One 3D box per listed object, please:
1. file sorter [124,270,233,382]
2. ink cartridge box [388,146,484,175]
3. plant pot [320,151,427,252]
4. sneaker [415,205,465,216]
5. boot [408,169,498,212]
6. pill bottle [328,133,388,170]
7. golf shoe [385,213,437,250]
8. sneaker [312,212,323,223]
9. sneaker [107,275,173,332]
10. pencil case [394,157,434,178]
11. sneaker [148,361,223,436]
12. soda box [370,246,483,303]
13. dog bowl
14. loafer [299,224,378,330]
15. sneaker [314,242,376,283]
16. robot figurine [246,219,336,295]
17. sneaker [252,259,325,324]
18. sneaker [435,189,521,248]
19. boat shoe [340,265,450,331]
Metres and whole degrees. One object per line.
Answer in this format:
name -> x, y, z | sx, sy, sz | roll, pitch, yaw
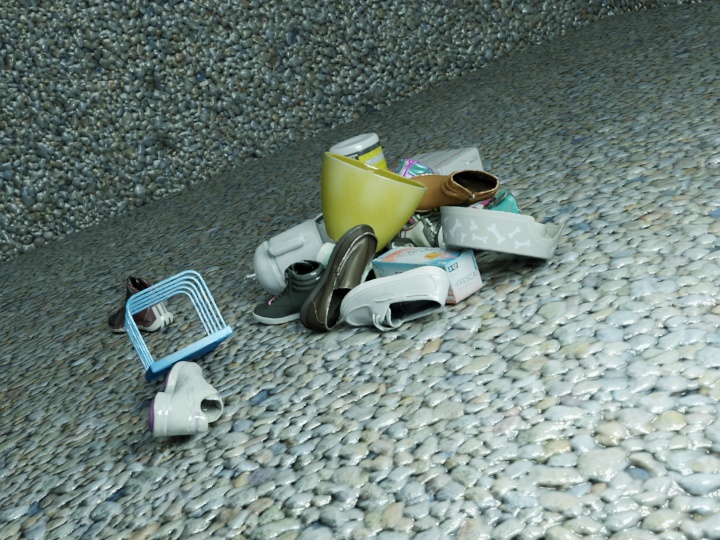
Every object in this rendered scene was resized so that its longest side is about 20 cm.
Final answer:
file sorter -> -0.309, 0.092, 1.362 | 0.138, 0.124, 0.200 | -26, -3, -20
ink cartridge box -> 0.169, -0.217, 1.918 | 0.145, 0.086, 0.199 | -33, 20, -35
plant pot -> 0.006, -0.116, 1.511 | 0.197, 0.144, 0.200 | 18, 10, -3
sneaker -> 0.160, -0.156, 1.733 | 0.197, 0.075, 0.085 | -18, 18, 9
boot -> 0.161, -0.152, 1.560 | 0.197, 0.078, 0.155 | 4, -1, -1
pill bottle -> 0.013, -0.186, 1.800 | 0.113, 0.202, 0.114 | -18, 17, 6
golf shoe -> 0.105, -0.051, 1.541 | 0.088, 0.077, 0.200 | -41, 13, -1
sneaker -> -0.100, -0.061, 1.785 | 0.199, 0.075, 0.085 | -33, 21, -9
sneaker -> -0.477, 0.065, 1.738 | 0.198, 0.117, 0.076 | -5, 22, 39
pencil case -> 0.063, -0.133, 1.665 | 0.085, 0.093, 0.201 | 25, 73, 44
sneaker -> -0.246, 0.194, 1.214 | 0.098, 0.076, 0.200 | 4, 15, -2
soda box -> 0.105, 0.005, 1.348 | 0.063, 0.069, 0.199 | -29, 18, -31
dog bowl -> 0.218, -0.058, 1.297 | 0.197, 0.060, 0.200 | 9, 2, 0
loafer -> -0.021, 0.019, 1.372 | 0.071, 0.073, 0.202 | 24, 82, 44
sneaker -> 0.000, 0.000, 1.522 | 0.117, 0.075, 0.200 | 28, 10, 15
robot figurine -> -0.123, -0.023, 1.600 | 0.198, 0.114, 0.170 | -25, -26, 2
sneaker -> -0.123, 0.034, 1.466 | 0.198, 0.100, 0.071 | -10, 22, 34
sneaker -> 0.226, -0.082, 1.465 | 0.120, 0.084, 0.200 | -17, 14, 43
boat shoe -> 0.049, 0.057, 1.273 | 0.198, 0.072, 0.069 | -15, 45, 28
